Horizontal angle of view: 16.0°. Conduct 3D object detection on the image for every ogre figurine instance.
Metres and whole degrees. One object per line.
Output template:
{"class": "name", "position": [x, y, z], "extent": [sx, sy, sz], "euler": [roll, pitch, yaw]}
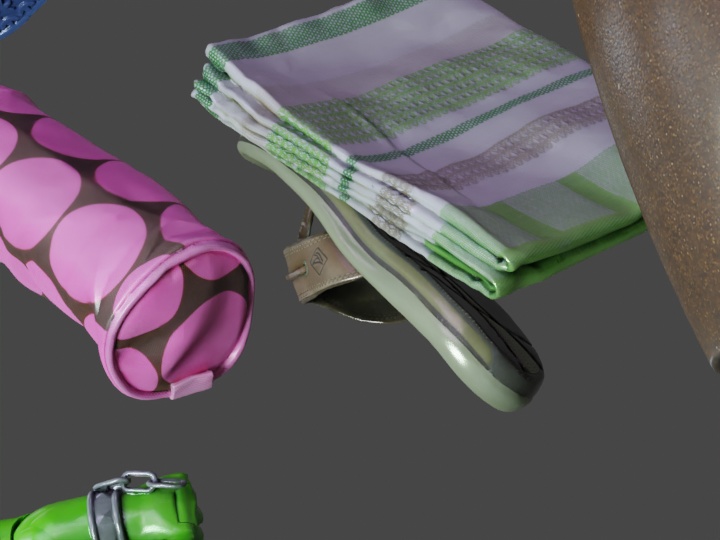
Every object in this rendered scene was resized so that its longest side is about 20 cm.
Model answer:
{"class": "ogre figurine", "position": [-0.138, 0.175, 1.041], "extent": [0.119, 0.098, 0.202], "euler": [1, 77, 15]}

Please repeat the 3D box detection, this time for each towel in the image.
{"class": "towel", "position": [0.045, -0.064, 1.049], "extent": [0.149, 0.031, 0.200], "euler": [-25, 40, -32]}

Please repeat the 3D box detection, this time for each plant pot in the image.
{"class": "plant pot", "position": [0.165, -0.065, 0.939], "extent": [0.186, 0.187, 0.202], "euler": [-12, 71, 29]}

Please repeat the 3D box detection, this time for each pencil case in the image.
{"class": "pencil case", "position": [-0.130, -0.011, 1.157], "extent": [0.090, 0.094, 0.200], "euler": [-15, 34, -34]}

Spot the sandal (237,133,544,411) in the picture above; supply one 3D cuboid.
{"class": "sandal", "position": [0.000, 0.000, 1.066], "extent": [0.057, 0.080, 0.201], "euler": [-53, 46, 13]}

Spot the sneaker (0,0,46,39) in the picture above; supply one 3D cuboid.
{"class": "sneaker", "position": [-0.147, -0.198, 1.297], "extent": [0.199, 0.070, 0.078], "euler": [-31, 55, 16]}
